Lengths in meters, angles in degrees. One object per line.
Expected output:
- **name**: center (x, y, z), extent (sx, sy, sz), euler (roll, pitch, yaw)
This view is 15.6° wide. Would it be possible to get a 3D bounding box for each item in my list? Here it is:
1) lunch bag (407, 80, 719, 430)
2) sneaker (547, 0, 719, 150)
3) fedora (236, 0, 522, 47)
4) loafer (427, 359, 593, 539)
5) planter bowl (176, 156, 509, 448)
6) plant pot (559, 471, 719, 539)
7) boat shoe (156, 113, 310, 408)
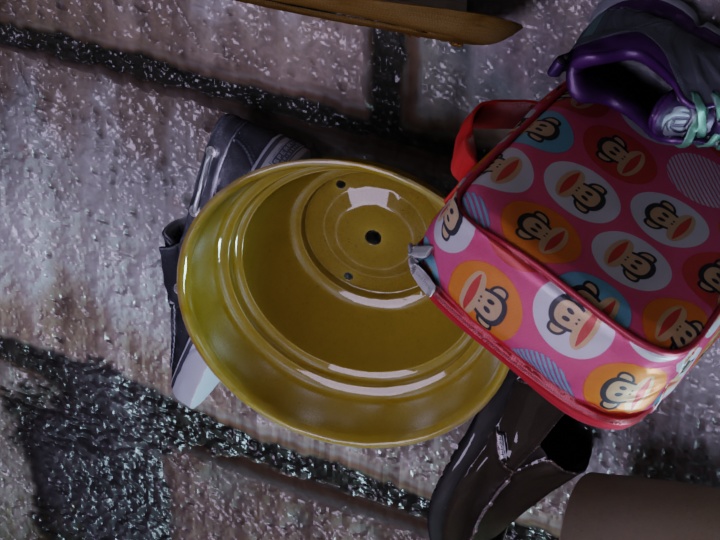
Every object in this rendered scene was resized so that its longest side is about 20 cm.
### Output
- **lunch bag**: center (0.120, -0.023, 1.378), extent (0.176, 0.200, 0.082), euler (38, 130, 10)
- **sneaker**: center (0.196, -0.076, 1.370), extent (0.200, 0.088, 0.075), euler (25, 129, 18)
- **fedora**: center (-0.006, -0.174, 1.408), extent (0.200, 0.200, 0.082), euler (13, 93, 26)
- **loafer**: center (0.097, 0.110, 1.557), extent (0.071, 0.073, 0.200), euler (31, 130, 15)
- **planter bowl**: center (0.000, 0.000, 1.526), extent (0.200, 0.084, 0.201), euler (8, 125, 11)
- **plant pot**: center (0.229, 0.205, 1.483), extent (0.199, 0.187, 0.188), euler (-4, 117, 19)
- **boat shoe**: center (-0.091, -0.006, 1.609), extent (0.068, 0.072, 0.200), euler (29, 127, 12)
